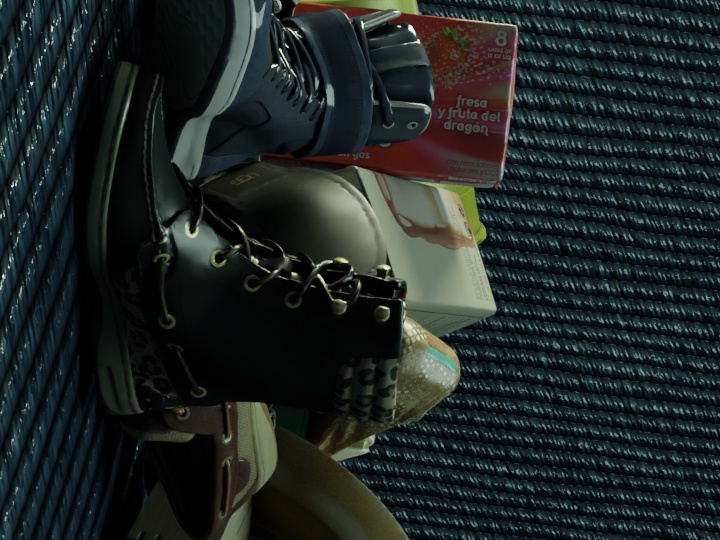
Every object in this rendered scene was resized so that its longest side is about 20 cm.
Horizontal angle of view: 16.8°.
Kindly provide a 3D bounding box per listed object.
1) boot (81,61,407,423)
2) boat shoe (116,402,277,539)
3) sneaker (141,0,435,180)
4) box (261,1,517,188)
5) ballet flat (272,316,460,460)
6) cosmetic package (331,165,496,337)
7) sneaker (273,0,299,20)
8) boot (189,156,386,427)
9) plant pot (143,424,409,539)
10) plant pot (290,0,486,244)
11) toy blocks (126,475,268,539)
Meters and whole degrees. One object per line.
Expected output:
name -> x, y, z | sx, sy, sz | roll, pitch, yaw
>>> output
boot -> -0.052, -0.008, 1.160 | 0.074, 0.153, 0.204 | -80, 174, -49
boat shoe -> -0.096, 0.063, 1.279 | 0.072, 0.072, 0.201 | -55, 148, -37
sneaker -> -0.028, -0.107, 1.193 | 0.202, 0.146, 0.077 | 127, -49, -70
box -> -0.008, -0.107, 1.472 | 0.103, 0.199, 0.095 | 37, 59, -87
ballet flat -> -0.008, 0.083, 1.424 | 0.200, 0.065, 0.071 | -30, -135, 54
cosmetic package -> 0.000, 0.000, 1.475 | 0.200, 0.103, 0.088 | 9, 62, -72
sneaker -> -0.057, -0.180, 1.263 | 0.080, 0.073, 0.201 | 49, -29, 36
boot -> -0.055, 0.023, 1.329 | 0.200, 0.069, 0.175 | 37, -45, 43
plant pot -> -0.052, 0.164, 1.461 | 0.028, 0.199, 0.200 | -52, 159, -34
plant pot -> -0.017, -0.111, 1.769 | 0.200, 0.199, 0.194 | -75, 159, -78
toy blocks -> -0.110, 0.208, 1.390 | 0.137, 0.099, 0.201 | -63, 164, -51
